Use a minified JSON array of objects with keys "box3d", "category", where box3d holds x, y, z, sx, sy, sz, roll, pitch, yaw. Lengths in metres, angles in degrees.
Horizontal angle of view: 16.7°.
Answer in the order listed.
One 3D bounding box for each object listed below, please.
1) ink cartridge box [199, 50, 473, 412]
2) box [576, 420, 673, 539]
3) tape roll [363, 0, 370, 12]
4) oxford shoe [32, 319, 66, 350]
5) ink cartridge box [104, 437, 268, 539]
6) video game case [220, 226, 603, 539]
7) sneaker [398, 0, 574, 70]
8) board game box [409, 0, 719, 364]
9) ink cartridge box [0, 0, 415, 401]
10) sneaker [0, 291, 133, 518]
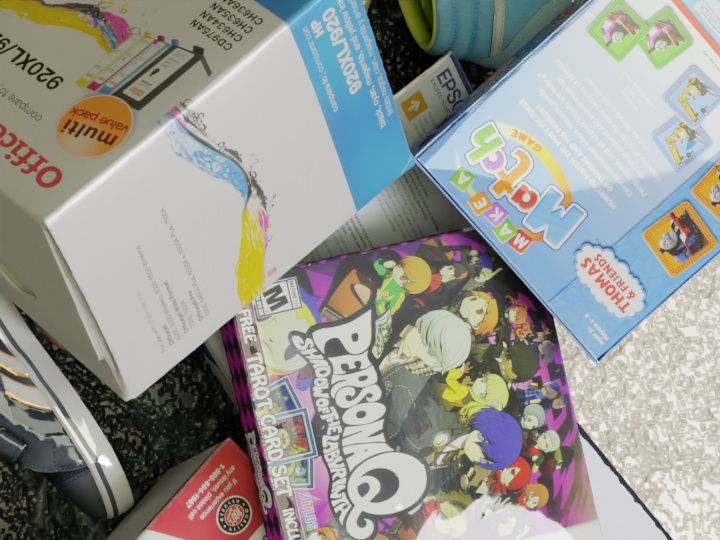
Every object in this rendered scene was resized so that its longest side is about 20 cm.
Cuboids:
[{"box3d":[0.000,0.000,1.373,0.200,0.043,0.197,-39,131,-12],"category":"ink cartridge box"},{"box3d":[0.096,0.180,1.413,0.148,0.107,0.200,-41,101,-10],"category":"box"},{"box3d":[0.063,-0.130,1.425,0.200,0.048,0.201,0,91,-15],"category":"tape roll"},{"box3d":[-0.103,-0.029,1.356,0.200,0.071,0.071,-35,133,-18],"category":"oxford shoe"},{"box3d":[-0.061,0.215,1.326,0.200,0.084,0.144,47,58,-8],"category":"ink cartridge box"},{"box3d":[0.028,0.085,1.312,0.181,0.036,0.201,-12,89,-21],"category":"video game case"},{"box3d":[0.076,-0.206,1.363,0.130,0.080,0.201,6,89,-16],"category":"sneaker"},{"box3d":[0.148,-0.073,1.297,0.200,0.037,0.151,-42,101,3],"category":"board game box"},{"box3d":[-0.105,-0.071,1.233,0.200,0.147,0.145,-41,142,-18],"category":"ink cartridge box"},{"box3d":[-0.206,0.064,1.347,0.079,0.078,0.200,-34,89,-16],"category":"sneaker"}]
